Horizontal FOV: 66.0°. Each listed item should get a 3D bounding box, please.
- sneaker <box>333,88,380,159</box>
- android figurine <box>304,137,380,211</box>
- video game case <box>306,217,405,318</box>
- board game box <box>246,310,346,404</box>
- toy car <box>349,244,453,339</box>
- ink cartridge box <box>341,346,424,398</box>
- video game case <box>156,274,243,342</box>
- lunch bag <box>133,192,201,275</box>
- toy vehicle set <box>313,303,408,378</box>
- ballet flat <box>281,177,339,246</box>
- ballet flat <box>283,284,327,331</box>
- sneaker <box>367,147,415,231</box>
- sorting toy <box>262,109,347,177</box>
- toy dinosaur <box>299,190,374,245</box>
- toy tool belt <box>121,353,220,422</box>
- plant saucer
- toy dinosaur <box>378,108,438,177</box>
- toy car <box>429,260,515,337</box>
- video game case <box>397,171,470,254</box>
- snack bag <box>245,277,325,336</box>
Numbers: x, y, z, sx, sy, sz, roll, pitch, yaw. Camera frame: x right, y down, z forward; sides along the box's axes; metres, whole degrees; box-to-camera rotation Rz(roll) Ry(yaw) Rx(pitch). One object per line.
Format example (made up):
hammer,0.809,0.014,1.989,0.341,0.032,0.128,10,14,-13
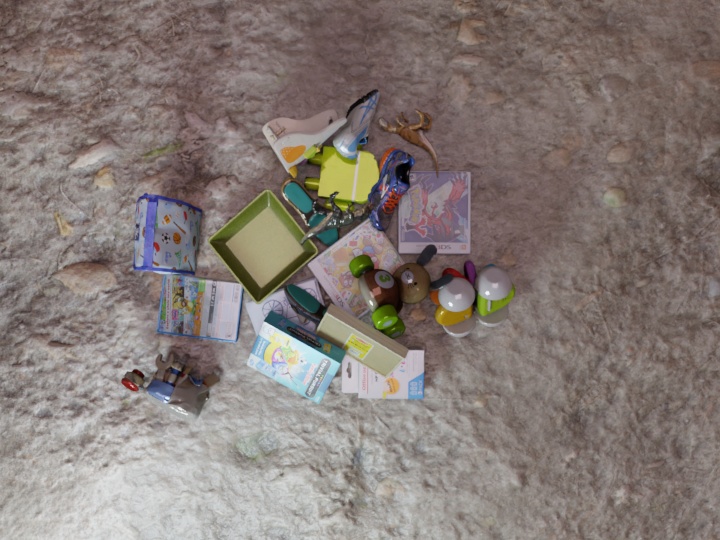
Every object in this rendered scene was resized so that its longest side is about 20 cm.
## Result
sneaker,-0.001,-0.353,1.334,0.072,0.071,0.202,41,63,-29
android figurine,-0.036,-0.232,1.354,0.196,0.041,0.186,6,88,0
video game case,0.000,0.000,1.347,0.199,0.023,0.183,-36,95,-2
board game box,-0.151,0.203,1.283,0.198,0.047,0.152,28,125,1
toy car,0.101,0.027,1.240,0.198,0.158,0.166,-28,62,4
ink cartridge box,0.052,0.244,1.328,0.196,0.068,0.117,0,88,0
video game case,-0.391,0.091,1.356,0.196,0.018,0.146,7,89,0
lunch bag,-0.452,-0.079,1.269,0.121,0.200,0.173,4,89,0
toy vehicle set,-0.002,0.160,1.233,0.198,0.125,0.027,31,55,-2
ballet flat,-0.118,-0.146,1.336,0.068,0.063,0.201,-37,116,0
ballet flat,-0.106,0.111,1.314,0.198,0.074,0.075,33,89,3
sneaker,0.073,-0.192,1.311,0.075,0.078,0.204,13,92,-45
sorting toy,-0.121,-0.318,1.298,0.178,0.200,0.108,-32,119,-2
toy dinosaur,-0.068,-0.130,1.284,0.197,0.048,0.089,-22,109,9
toy tool belt,-0.446,0.260,1.315,0.198,0.125,0.124,29,57,-3
plant saucer,-0.233,-0.058,1.345,0.199,0.048,0.201,-40,89,-1
toy dinosaur,0.139,-0.331,1.359,0.198,0.060,0.107,34,113,6
toy car,0.258,0.049,1.305,0.197,0.176,0.152,-17,52,0
video game case,0.181,-0.142,1.361,0.179,0.023,0.204,0,88,0
snack bag,-0.163,0.139,1.354,0.186,0.021,0.203,-19,91,0
